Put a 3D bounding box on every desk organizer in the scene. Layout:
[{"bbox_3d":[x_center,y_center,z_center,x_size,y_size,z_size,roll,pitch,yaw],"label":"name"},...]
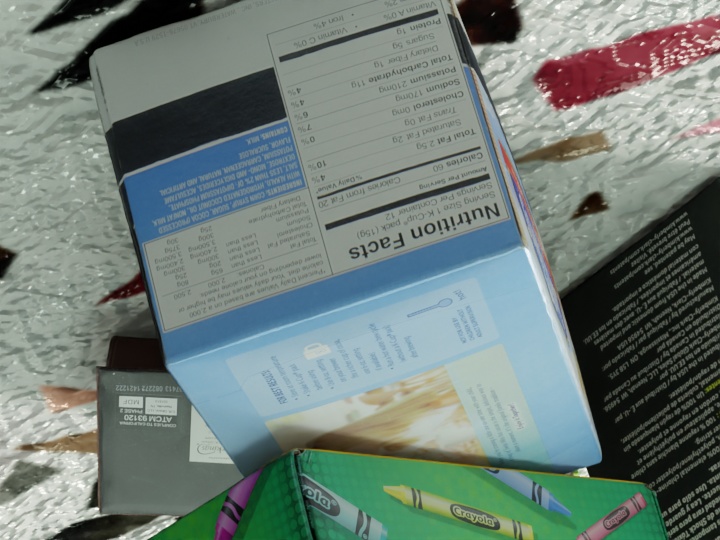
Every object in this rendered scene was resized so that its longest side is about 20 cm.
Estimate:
[{"bbox_3d":[-0.010,0.057,1.114,0.200,0.077,0.072,2,117,-1],"label":"desk organizer"}]

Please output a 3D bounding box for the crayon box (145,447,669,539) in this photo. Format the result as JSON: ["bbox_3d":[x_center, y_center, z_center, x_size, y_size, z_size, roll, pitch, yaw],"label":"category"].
[{"bbox_3d":[0.014,0.123,0.989,0.200,0.058,0.119,10,146,-44],"label":"crayon box"}]

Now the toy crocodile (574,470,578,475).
[{"bbox_3d":[0.041,0.113,1.268,0.200,0.062,0.068,11,102,-38],"label":"toy crocodile"}]

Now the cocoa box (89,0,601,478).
[{"bbox_3d":[0.000,0.000,0.960,0.133,0.131,0.200,-18,152,4],"label":"cocoa box"}]

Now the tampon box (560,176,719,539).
[{"bbox_3d":[0.194,0.083,1.138,0.150,0.200,0.126,10,142,-39],"label":"tampon box"}]
